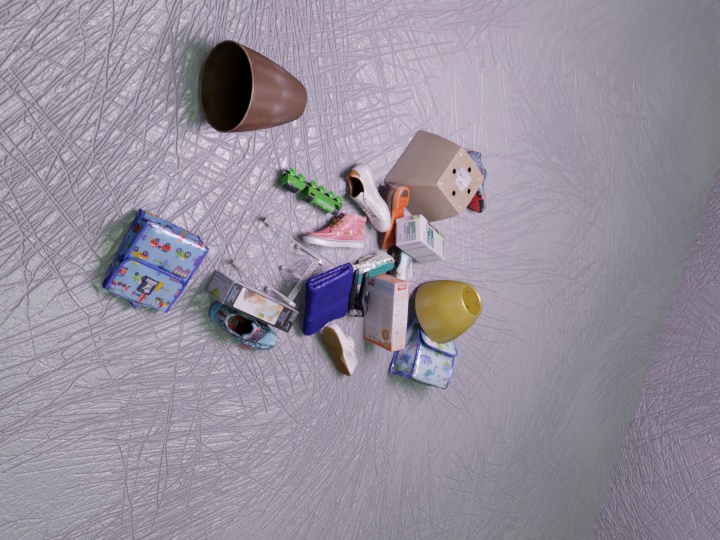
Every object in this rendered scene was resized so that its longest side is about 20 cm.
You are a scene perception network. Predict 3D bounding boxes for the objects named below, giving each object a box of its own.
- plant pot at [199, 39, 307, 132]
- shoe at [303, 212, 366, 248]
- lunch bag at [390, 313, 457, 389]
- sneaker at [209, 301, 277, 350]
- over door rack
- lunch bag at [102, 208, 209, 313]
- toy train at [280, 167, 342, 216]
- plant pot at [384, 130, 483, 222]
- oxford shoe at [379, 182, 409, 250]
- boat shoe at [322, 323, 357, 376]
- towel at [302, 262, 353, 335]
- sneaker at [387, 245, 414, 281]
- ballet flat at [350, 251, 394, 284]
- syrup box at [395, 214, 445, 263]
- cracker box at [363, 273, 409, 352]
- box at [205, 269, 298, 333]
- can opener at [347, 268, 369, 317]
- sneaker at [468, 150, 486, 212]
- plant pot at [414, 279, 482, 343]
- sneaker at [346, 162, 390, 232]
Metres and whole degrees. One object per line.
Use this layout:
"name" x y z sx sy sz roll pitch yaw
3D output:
"plant pot" -0.222 -0.396 1.241 0.200 0.186 0.188 -9 107 -49
"shoe" -0.066 -0.111 1.480 0.199 0.071 0.092 1 100 -42
"lunch bag" 0.210 0.254 1.743 0.170 0.127 0.201 26 73 -35
"sneaker" -0.278 0.153 1.368 0.200 0.095 0.080 35 81 -37
"over door rack" -0.208 -0.022 1.403 0.200 0.067 0.148 40 76 -24
"lunch bag" -0.456 -0.007 1.218 0.150 0.094 0.201 28 97 -38
"toy train" -0.121 -0.197 1.421 0.200 0.042 0.057 27 50 -37
"plant pot" 0.228 -0.261 1.587 0.200 0.177 0.200 44 76 -35
"oxford shoe" 0.083 -0.156 1.583 0.071 0.073 0.201 -19 131 -49
"boat shoe" -0.053 0.211 1.567 0.069 0.071 0.201 -49 141 -33
"towel" -0.091 0.073 1.467 0.147 0.050 0.201 -28 148 -32
"sneaker" 0.122 0.028 1.645 0.086 0.077 0.201 5 99 -40
"ballet flat" 0.000 0.000 1.554 0.199 0.072 0.072 -21 113 -20
"syrup box" 0.175 -0.087 1.599 0.200 0.081 0.079 30 56 -59
"cracker box" 0.073 0.116 1.593 0.057 0.134 0.201 -7 106 -35
"box" -0.263 0.076 1.350 0.200 0.116 0.060 32 85 -38
"can opener" -0.008 0.062 1.528 0.200 0.063 0.079 89 8 -53
"sneaker" 0.371 -0.280 1.741 0.095 0.079 0.201 -36 122 -29
"plant pot" 0.285 0.110 1.691 0.199 0.142 0.201 20 59 -38
"sneaker" 0.013 -0.184 1.508 0.085 0.073 0.201 -41 113 -41
